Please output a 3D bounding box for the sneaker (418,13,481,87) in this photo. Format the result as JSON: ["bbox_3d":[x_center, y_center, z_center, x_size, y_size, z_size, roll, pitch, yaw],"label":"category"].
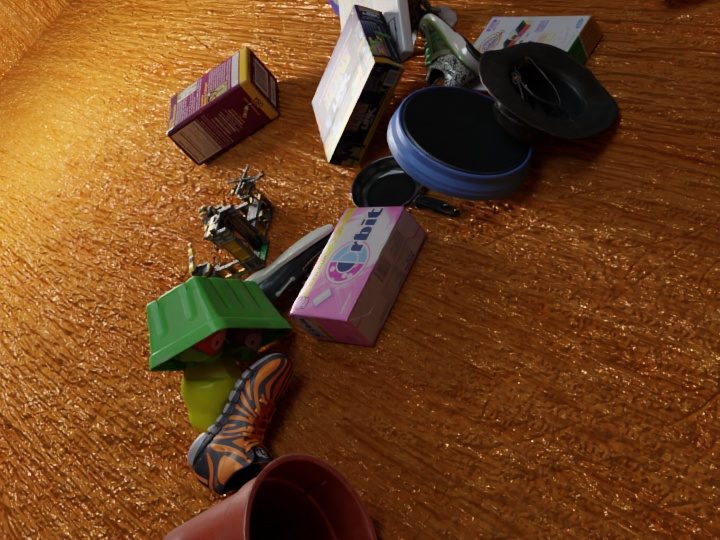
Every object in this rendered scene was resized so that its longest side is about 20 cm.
[{"bbox_3d":[0.120,-0.327,1.496,0.089,0.077,0.200,-47,33,11],"label":"sneaker"}]

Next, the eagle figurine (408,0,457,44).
[{"bbox_3d":[0.055,-0.435,1.710,0.151,0.151,0.200,-18,-14,-32],"label":"eagle figurine"}]

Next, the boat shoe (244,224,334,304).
[{"bbox_3d":[-0.108,0.006,1.473,0.200,0.060,0.076,-35,10,16],"label":"boat shoe"}]

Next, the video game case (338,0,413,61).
[{"bbox_3d":[0.022,-0.414,1.618,0.182,0.023,0.201,-26,67,57],"label":"video game case"}]

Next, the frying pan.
[{"bbox_3d":[0.074,-0.122,1.441,0.189,0.031,0.115,6,55,27],"label":"frying pan"}]

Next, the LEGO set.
[{"bbox_3d":[-0.229,-0.075,1.613,0.153,0.116,0.201,-15,46,34],"label":"LEGO set"}]

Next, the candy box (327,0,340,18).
[{"bbox_3d":[0.045,-0.581,1.873,0.169,0.077,0.200,8,62,47],"label":"candy box"}]

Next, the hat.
[{"bbox_3d":[0.237,-0.216,1.303,0.081,0.200,0.201,114,163,-44],"label":"hat"}]

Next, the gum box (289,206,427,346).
[{"bbox_3d":[0.000,0.000,1.363,0.113,0.066,0.201,4,57,44],"label":"gum box"}]

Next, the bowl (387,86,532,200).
[{"bbox_3d":[0.136,-0.176,1.314,0.039,0.200,0.201,108,168,-45],"label":"bowl"}]

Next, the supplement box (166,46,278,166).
[{"bbox_3d":[-0.265,-0.316,1.894,0.199,0.103,0.131,-29,39,19],"label":"supplement box"}]

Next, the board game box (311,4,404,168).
[{"bbox_3d":[-0.009,-0.293,1.568,0.166,0.056,0.200,-108,34,-43],"label":"board game box"}]

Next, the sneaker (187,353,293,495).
[{"bbox_3d":[-0.134,0.212,1.296,0.112,0.078,0.200,30,83,45],"label":"sneaker"}]

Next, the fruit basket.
[{"bbox_3d":[-0.193,0.123,1.361,0.155,0.216,0.216,-29,39,21],"label":"fruit basket"}]

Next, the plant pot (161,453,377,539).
[{"bbox_3d":[-0.115,0.326,1.072,0.195,0.201,0.201,-29,38,34],"label":"plant pot"}]

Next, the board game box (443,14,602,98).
[{"bbox_3d":[0.237,-0.310,1.456,0.200,0.040,0.153,18,69,51],"label":"board game box"}]
